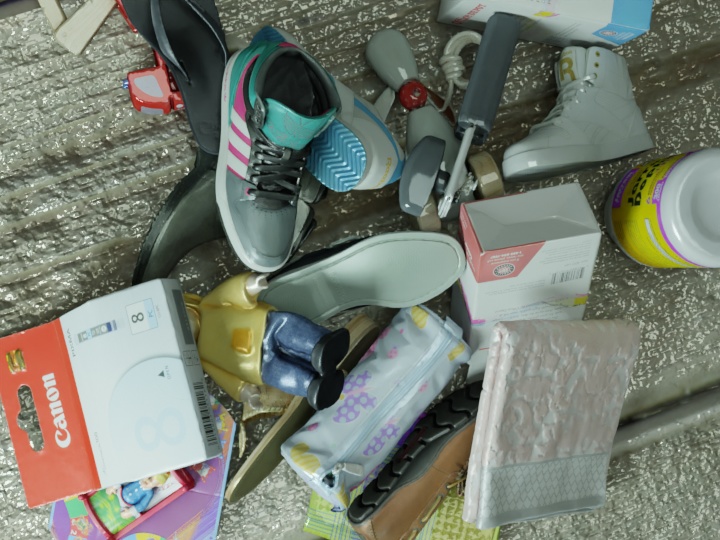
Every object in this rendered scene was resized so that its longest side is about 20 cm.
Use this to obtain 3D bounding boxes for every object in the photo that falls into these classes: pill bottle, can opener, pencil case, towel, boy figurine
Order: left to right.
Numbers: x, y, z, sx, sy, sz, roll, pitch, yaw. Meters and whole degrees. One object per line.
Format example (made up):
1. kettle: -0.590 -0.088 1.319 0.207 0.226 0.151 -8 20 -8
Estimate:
1. boy figurine: -0.106 0.057 1.203 0.198 0.064 0.126 17 107 22
2. pencil case: 0.014 0.122 1.235 0.083 0.091 0.200 40 77 4
3. towel: 0.053 0.208 1.298 0.198 0.023 0.145 14 88 -10
4. can opener: 0.093 -0.140 1.209 0.066 0.053 0.202 22 74 0
5. towel: 0.181 0.139 1.253 0.199 0.032 0.193 2 101 -44
6. pill bottle: 0.295 -0.055 1.252 0.103 0.200 0.106 0 90 -10

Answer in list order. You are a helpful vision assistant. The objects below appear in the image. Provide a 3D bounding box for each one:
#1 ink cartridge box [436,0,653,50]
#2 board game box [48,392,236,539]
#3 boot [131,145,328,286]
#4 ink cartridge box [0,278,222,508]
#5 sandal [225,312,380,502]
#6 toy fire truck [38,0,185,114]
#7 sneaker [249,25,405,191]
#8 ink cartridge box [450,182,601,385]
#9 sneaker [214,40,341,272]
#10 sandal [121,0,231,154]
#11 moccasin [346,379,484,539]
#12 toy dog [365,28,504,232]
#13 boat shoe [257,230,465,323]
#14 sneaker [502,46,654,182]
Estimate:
1. ink cartridge box: 0.164 -0.291 1.263 0.198 0.128 0.127 9 88 -11
2. board game box: -0.203 0.192 1.222 0.156 0.039 0.202 10 88 3
3. boot: -0.114 -0.042 1.237 0.130 0.068 0.201 31 83 -3
4. ink cartridge box: -0.234 0.111 1.185 0.198 0.047 0.162 -17 84 12
5. sandal: -0.074 0.113 1.257 0.069 0.078 0.212 39 88 17
6. toy fire truck: -0.232 -0.236 1.229 0.139 0.049 0.202 -12 93 -10
7. sneaker: -0.038 -0.146 1.236 0.201 0.080 0.077 53 121 25
8. ink cartridge box: 0.148 0.018 1.261 0.115 0.201 0.068 -10 50 -10
9. sneaker: -0.066 -0.104 1.144 0.083 0.120 0.203 -1 85 -27
10. sandal: -0.149 -0.202 1.195 0.076 0.043 0.202 -29 94 -11
11. moccasin: 0.079 0.184 1.256 0.078 0.074 0.202 45 79 -21
12. toy dog: 0.062 -0.122 1.278 0.130 0.096 0.202 -1 76 -8
13. boat shoe: 0.000 0.000 1.236 0.198 0.060 0.076 -11 109 10
14. sneaker: 0.193 -0.152 1.276 0.199 0.073 0.117 -15 89 -43
